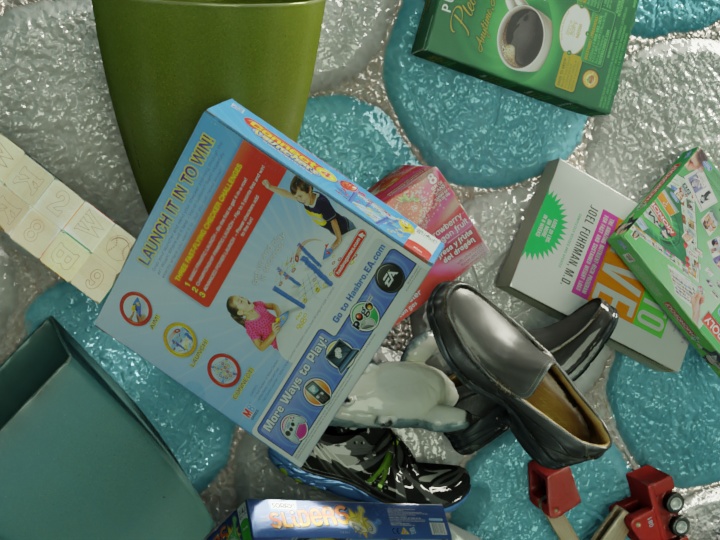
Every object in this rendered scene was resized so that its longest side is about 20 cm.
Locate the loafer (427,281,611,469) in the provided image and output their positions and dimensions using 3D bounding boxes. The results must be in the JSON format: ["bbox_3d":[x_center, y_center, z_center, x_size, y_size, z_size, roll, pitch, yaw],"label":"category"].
[{"bbox_3d":[0.137,0.083,0.959,0.200,0.072,0.073,46,61,-14],"label":"loafer"}]

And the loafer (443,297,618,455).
[{"bbox_3d":[0.147,0.085,1.051,0.199,0.073,0.072,-39,99,7],"label":"loafer"}]

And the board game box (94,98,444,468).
[{"bbox_3d":[-0.071,0.011,0.851,0.195,0.056,0.201,34,113,3],"label":"board game box"}]

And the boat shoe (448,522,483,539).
[{"bbox_3d":[0.125,0.301,1.078,0.199,0.071,0.064,34,89,-25],"label":"boat shoe"}]

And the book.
[{"bbox_3d":[0.243,-0.003,1.107,0.198,0.048,0.135,26,82,-16],"label":"book"}]

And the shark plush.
[{"bbox_3d":[0.010,0.126,0.969,0.199,0.083,0.092,-18,72,-37],"label":"shark plush"}]

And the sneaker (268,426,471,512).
[{"bbox_3d":[0.016,0.170,1.039,0.198,0.071,0.084,20,96,-14],"label":"sneaker"}]

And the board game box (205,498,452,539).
[{"bbox_3d":[-0.038,0.243,0.978,0.198,0.135,0.035,10,49,-34],"label":"board game box"}]

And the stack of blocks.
[{"bbox_3d":[-0.270,-0.059,0.911,0.199,0.115,0.059,39,84,-11],"label":"stack of blocks"}]

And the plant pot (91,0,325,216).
[{"bbox_3d":[-0.124,-0.127,0.930,0.185,0.187,0.203,-2,110,-16],"label":"plant pot"}]

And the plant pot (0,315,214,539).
[{"bbox_3d":[-0.224,0.168,0.936,0.141,0.141,0.200,-47,112,-7],"label":"plant pot"}]

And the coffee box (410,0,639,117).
[{"bbox_3d":[0.155,-0.230,1.056,0.198,0.044,0.125,14,91,-17],"label":"coffee box"}]

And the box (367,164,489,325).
[{"bbox_3d":[0.000,0.000,1.004,0.199,0.100,0.096,-37,104,-9],"label":"box"}]

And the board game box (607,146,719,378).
[{"bbox_3d":[0.345,0.000,1.105,0.135,0.029,0.200,-44,99,-21],"label":"board game box"}]

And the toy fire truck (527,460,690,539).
[{"bbox_3d":[0.255,0.264,1.129,0.140,0.049,0.202,-20,101,-13],"label":"toy fire truck"}]
